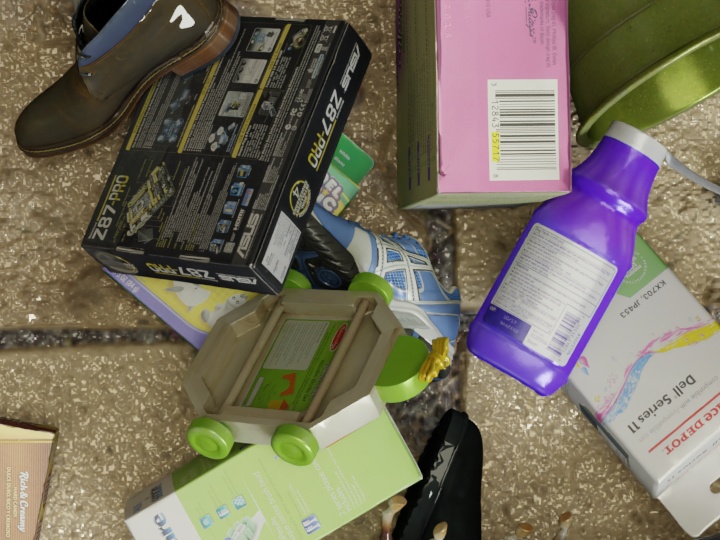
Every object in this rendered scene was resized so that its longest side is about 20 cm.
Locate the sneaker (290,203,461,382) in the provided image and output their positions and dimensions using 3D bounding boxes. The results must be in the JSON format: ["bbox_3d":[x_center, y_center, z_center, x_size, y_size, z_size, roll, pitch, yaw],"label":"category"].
[{"bbox_3d":[0.000,0.000,1.360,0.200,0.075,0.078,43,54,-29],"label":"sneaker"}]

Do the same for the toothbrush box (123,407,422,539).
[{"bbox_3d":[-0.067,0.158,1.328,0.199,0.146,0.087,-29,92,-7],"label":"toothbrush box"}]

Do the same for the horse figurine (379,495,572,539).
[{"bbox_3d":[0.069,0.230,1.314,0.198,0.050,0.134,6,118,-15],"label":"horse figurine"}]

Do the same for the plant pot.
[{"bbox_3d":[0.205,-0.223,1.363,0.199,0.200,0.191,-27,79,-6],"label":"plant pot"}]

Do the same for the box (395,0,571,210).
[{"bbox_3d":[0.085,-0.137,1.324,0.096,0.200,0.178,-1,88,-7],"label":"box"}]

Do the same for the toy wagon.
[{"bbox_3d":[-0.027,0.068,1.259,0.198,0.040,0.156,2,46,29],"label":"toy wagon"}]

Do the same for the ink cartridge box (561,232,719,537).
[{"bbox_3d":[0.227,0.087,1.371,0.117,0.067,0.200,-38,73,-6],"label":"ink cartridge box"}]

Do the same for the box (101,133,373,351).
[{"bbox_3d":[-0.089,-0.041,1.380,0.117,0.048,0.201,39,83,-5],"label":"box"}]

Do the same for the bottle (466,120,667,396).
[{"bbox_3d":[0.155,-0.011,1.330,0.083,0.065,0.201,29,88,8],"label":"bottle"}]

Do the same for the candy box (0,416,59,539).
[{"bbox_3d":[-0.297,0.206,1.345,0.115,0.056,0.202,11,89,-6],"label":"candy box"}]

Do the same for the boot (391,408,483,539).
[{"bbox_3d":[0.103,0.222,1.383,0.161,0.073,0.200,20,94,-3],"label":"boot"}]

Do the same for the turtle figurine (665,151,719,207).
[{"bbox_3d":[0.338,-0.044,1.384,0.143,0.200,0.195,-23,97,28],"label":"turtle figurine"}]

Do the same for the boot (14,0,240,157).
[{"bbox_3d":[-0.193,-0.159,1.319,0.199,0.097,0.075,-31,53,17],"label":"boot"}]

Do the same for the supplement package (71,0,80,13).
[{"bbox_3d":[-0.167,-0.277,1.287,0.116,0.200,0.118,-16,70,-7],"label":"supplement package"}]

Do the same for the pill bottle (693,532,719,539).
[{"bbox_3d":[0.249,0.254,1.346,0.198,0.106,0.107,-8,90,-33],"label":"pill bottle"}]

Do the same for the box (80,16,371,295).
[{"bbox_3d":[-0.097,-0.088,1.311,0.160,0.049,0.202,7,67,31],"label":"box"}]
